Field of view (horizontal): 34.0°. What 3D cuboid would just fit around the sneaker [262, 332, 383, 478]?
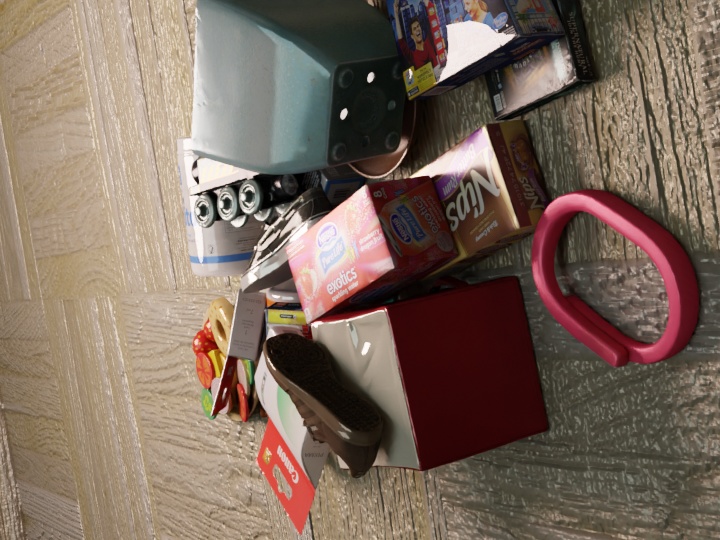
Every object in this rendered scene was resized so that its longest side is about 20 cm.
[{"bbox_3d":[-0.050,0.147,1.277,0.200,0.070,0.076,43,135,43],"label":"sneaker"}]

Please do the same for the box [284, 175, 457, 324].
[{"bbox_3d":[0.007,-0.021,1.336,0.200,0.095,0.100,-33,71,53],"label":"box"}]

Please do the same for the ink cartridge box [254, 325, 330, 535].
[{"bbox_3d":[-0.092,0.194,1.434,0.161,0.050,0.201,48,123,52],"label":"ink cartridge box"}]

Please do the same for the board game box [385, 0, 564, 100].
[{"bbox_3d":[0.101,-0.300,1.194,0.200,0.061,0.202,-19,82,58],"label":"board game box"}]

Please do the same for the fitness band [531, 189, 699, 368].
[{"bbox_3d":[0.244,0.007,1.143,0.200,0.037,0.145,42,130,42],"label":"fitness band"}]

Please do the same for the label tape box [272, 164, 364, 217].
[{"bbox_3d":[-0.084,-0.129,1.585,0.200,0.066,0.144,52,139,34],"label":"label tape box"}]

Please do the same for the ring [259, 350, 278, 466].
[{"bbox_3d":[-0.120,0.183,1.671,0.200,0.019,0.202,-4,-90,-85],"label":"ring"}]

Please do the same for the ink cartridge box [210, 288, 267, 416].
[{"bbox_3d":[-0.163,0.117,1.668,0.200,0.044,0.178,117,165,-88],"label":"ink cartridge box"}]

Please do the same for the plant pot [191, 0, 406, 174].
[{"bbox_3d":[-0.054,-0.211,1.344,0.199,0.195,0.197,27,122,40],"label":"plant pot"}]

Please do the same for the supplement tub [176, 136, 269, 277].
[{"bbox_3d":[-0.192,-0.098,1.703,0.132,0.131,0.202,4,103,57],"label":"supplement tub"}]

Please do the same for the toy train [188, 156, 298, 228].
[{"bbox_3d":[-0.155,-0.121,1.554,0.199,0.085,0.115,-11,83,47],"label":"toy train"}]

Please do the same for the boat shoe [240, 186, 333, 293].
[{"bbox_3d":[-0.094,-0.036,1.481,0.200,0.070,0.064,-39,68,42],"label":"boat shoe"}]

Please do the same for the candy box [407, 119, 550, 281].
[{"bbox_3d":[0.119,-0.073,1.293,0.200,0.056,0.118,-30,74,58],"label":"candy box"}]

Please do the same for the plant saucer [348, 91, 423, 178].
[{"bbox_3d":[0.021,-0.213,1.423,0.200,0.036,0.202,24,119,52],"label":"plant saucer"}]

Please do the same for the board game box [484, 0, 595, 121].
[{"bbox_3d":[0.163,-0.267,1.190,0.135,0.028,0.202,-18,84,57],"label":"board game box"}]

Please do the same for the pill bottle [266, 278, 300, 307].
[{"bbox_3d":[-0.066,0.115,1.585,0.114,0.113,0.202,16,112,55],"label":"pill bottle"}]

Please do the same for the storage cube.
[{"bbox_3d":[0.073,0.114,1.307,0.171,0.179,0.202,-13,89,58],"label":"storage cube"}]

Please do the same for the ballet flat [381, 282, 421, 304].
[{"bbox_3d":[0.000,0.000,1.484,0.200,0.067,0.069,35,125,37],"label":"ballet flat"}]

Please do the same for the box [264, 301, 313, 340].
[{"bbox_3d":[-0.021,0.115,1.484,0.198,0.038,0.138,3,105,20],"label":"box"}]

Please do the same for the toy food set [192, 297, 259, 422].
[{"bbox_3d":[-0.216,0.150,1.892,0.200,0.048,0.200,-29,75,56],"label":"toy food set"}]
